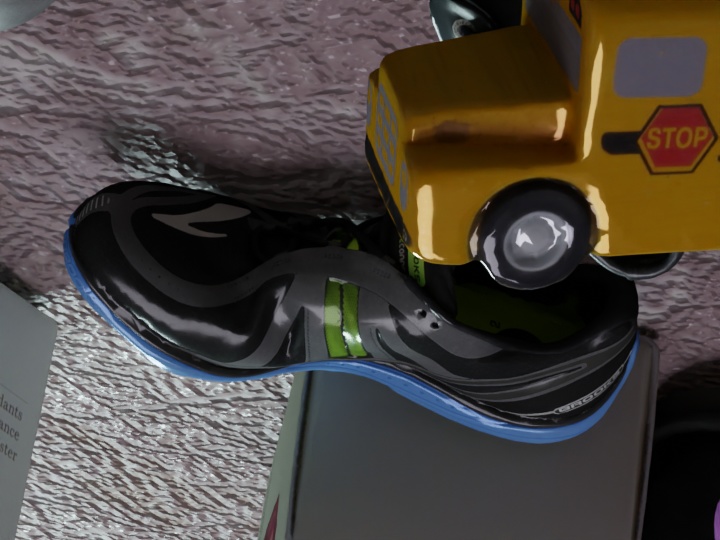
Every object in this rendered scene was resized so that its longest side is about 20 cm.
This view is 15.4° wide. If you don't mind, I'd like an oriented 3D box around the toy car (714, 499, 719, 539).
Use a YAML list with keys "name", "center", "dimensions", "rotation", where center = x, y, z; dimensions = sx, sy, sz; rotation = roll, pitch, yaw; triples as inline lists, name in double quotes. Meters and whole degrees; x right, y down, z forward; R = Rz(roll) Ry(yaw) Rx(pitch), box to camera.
- name: "toy car"
  center: [0.187, 0.078, 0.837]
  dimensions: [0.149, 0.201, 0.176]
  rotation: [14, 135, 2]

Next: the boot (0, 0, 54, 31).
- name: "boot"
  center: [-0.153, -0.115, 0.612]
  dimensions: [0.200, 0.070, 0.131]
  rotation: [50, 136, -11]

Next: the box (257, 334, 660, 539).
- name: "box"
  center: [0.028, 0.102, 1.018]
  dimensions: [0.127, 0.109, 0.200]
  rotation: [10, 154, -3]

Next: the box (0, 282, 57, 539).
- name: "box"
  center: [-0.251, 0.043, 0.957]
  dimensions: [0.199, 0.131, 0.199]
  rotation: [-9, 149, 31]

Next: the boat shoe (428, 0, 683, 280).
- name: "boat shoe"
  center: [0.057, -0.060, 0.737]
  dimensions: [0.074, 0.066, 0.200]
  rotation: [1, 152, 17]

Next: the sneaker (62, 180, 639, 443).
- name: "sneaker"
  center: [0.000, 0.000, 0.886]
  dimensions: [0.199, 0.071, 0.083]
  rotation: [13, 139, -12]

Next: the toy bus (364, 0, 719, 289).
- name: "toy bus"
  center: [0.104, -0.048, 0.674]
  dimensions: [0.199, 0.065, 0.079]
  rotation: [-3, 120, -11]

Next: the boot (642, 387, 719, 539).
- name: "boot"
  center: [0.132, 0.149, 1.023]
  dimensions: [0.079, 0.159, 0.211]
  rotation: [9, 153, -2]
